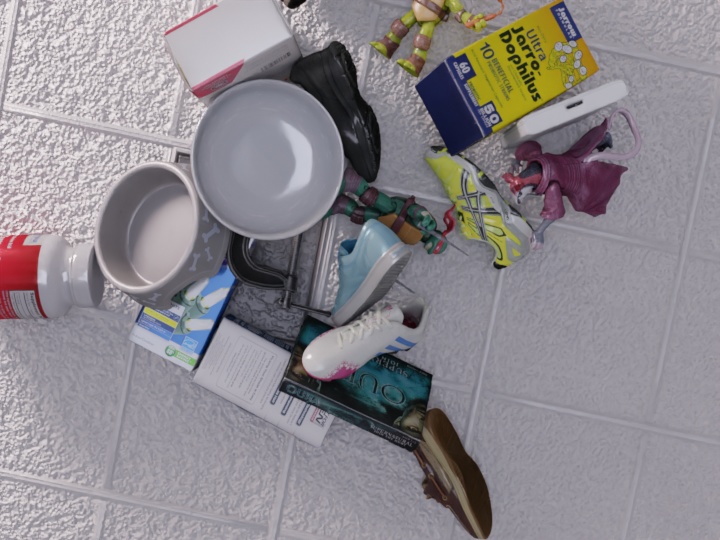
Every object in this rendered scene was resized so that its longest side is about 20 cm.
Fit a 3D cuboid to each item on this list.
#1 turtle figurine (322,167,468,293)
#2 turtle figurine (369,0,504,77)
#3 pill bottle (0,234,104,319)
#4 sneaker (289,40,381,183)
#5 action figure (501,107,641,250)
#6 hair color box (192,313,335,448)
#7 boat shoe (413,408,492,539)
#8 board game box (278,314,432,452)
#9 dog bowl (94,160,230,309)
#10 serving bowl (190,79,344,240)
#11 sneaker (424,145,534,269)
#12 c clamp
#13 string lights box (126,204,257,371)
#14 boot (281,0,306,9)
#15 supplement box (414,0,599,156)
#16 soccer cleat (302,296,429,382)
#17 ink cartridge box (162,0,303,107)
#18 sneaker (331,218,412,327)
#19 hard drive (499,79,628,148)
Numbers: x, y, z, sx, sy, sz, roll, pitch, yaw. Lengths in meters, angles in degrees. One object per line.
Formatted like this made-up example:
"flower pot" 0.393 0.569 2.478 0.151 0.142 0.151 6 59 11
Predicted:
"turtle figurine" 0.048 -0.056 1.312 0.198 0.101 0.151 30 133 0
"turtle figurine" 0.082 -0.358 1.311 0.199 0.064 0.162 36 98 6
"pill bottle" -0.453 0.008 1.303 0.196 0.112 0.114 -1 93 0
"sneaker" -0.030 -0.205 1.299 0.089 0.076 0.202 -14 118 17
"action figure" 0.269 -0.121 1.264 0.198 0.149 0.136 -9 69 -40
"hair color box" -0.121 0.152 1.337 0.198 0.061 0.101 28 92 -1
"boat shoe" 0.118 0.288 1.349 0.071 0.072 0.202 -22 105 31
"board game box" -0.002 0.150 1.299 0.198 0.136 0.028 25 126 -5
"dog bowl" -0.268 -0.052 1.279 0.197 0.058 0.204 -7 75 27
"serving bowl" -0.124 -0.140 1.248 0.197 0.066 0.204 -1 92 -17
"sneaker" 0.154 -0.087 1.319 0.076 0.075 0.200 -44 91 2
"c clamp" -0.106 -0.047 1.318 0.169 0.027 0.204 9 84 -33
"string lights box" -0.229 0.023 1.330 0.102 0.059 0.202 25 92 0
"boot" -0.094 -0.474 1.300 0.149 0.073 0.202 33 106 6
"supplement box" 0.190 -0.251 1.263 0.198 0.109 0.110 -31 93 -20
"soccer cleat" 0.009 0.081 1.282 0.198 0.087 0.070 -18 56 -37
"ink cartridge box" -0.156 -0.279 1.246 0.145 0.200 0.084 -29 89 1
"sneaker" 0.000 0.000 1.288 0.073 0.200 0.082 -27 73 -40
"hard drive" 0.256 -0.199 1.250 0.130 0.200 0.027 -22 93 1
